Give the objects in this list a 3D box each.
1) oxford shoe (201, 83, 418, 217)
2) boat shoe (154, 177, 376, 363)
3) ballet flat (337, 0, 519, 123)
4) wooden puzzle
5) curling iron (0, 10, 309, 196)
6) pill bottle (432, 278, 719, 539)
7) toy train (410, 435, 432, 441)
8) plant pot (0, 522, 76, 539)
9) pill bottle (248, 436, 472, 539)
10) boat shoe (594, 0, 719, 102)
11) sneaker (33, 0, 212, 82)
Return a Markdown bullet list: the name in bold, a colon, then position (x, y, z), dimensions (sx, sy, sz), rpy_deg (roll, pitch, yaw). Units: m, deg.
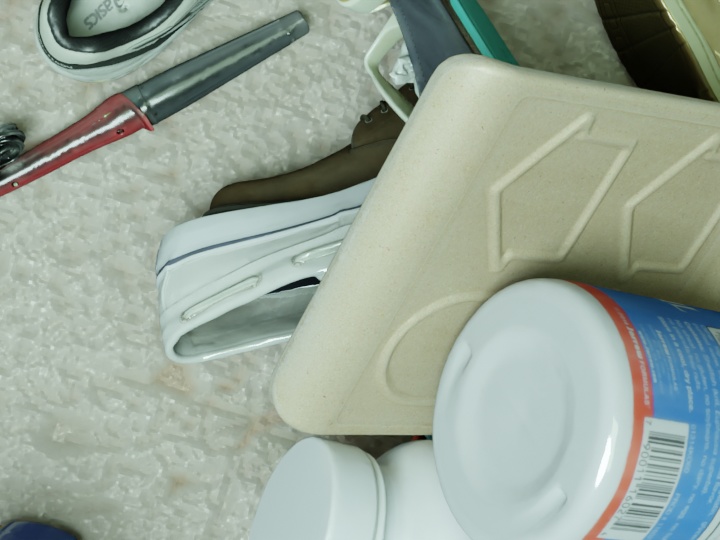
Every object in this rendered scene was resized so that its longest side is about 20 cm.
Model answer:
- **oxford shoe**: position (0.018, -0.050, 0.806), dimensions (0.200, 0.073, 0.085), rpy_deg (-10, 69, 3)
- **boat shoe**: position (0.000, 0.000, 0.737), dimensions (0.200, 0.072, 0.066), rpy_deg (-9, 59, 10)
- **ballet flat**: position (0.023, -0.127, 0.767), dimensions (0.073, 0.073, 0.200), rpy_deg (-21, 69, -2)
- **wooden puzzle**: position (0.078, -0.006, 0.691), dimensions (0.200, 0.046, 0.185), rpy_deg (8, 126, -32)
- **curling iron**: position (-0.115, -0.078, 0.794), dimensions (0.200, 0.050, 0.026), rpy_deg (-23, 78, -7)
- **pill bottle**: position (0.139, 0.071, 0.680), dimensions (0.200, 0.112, 0.112), rpy_deg (12, 97, -35)
- **toy train**: position (0.098, 0.020, 0.798), dimensions (0.200, 0.056, 0.150), rpy_deg (-24, 134, -2)
- **plant pot**: position (-0.177, 0.235, 0.748), dimensions (0.200, 0.200, 0.180), rpy_deg (-35, 92, 0)
- **pill bottle**: position (0.055, 0.140, 0.724), dimensions (0.200, 0.112, 0.112), rpy_deg (19, 95, -23)
- **boat shoe**: position (0.186, -0.098, 0.811), dimensions (0.066, 0.074, 0.200), rpy_deg (-37, 101, -13)
- **sneaker**: position (-0.072, -0.163, 0.766), dimensions (0.076, 0.088, 0.200), rpy_deg (43, 90, -7)
